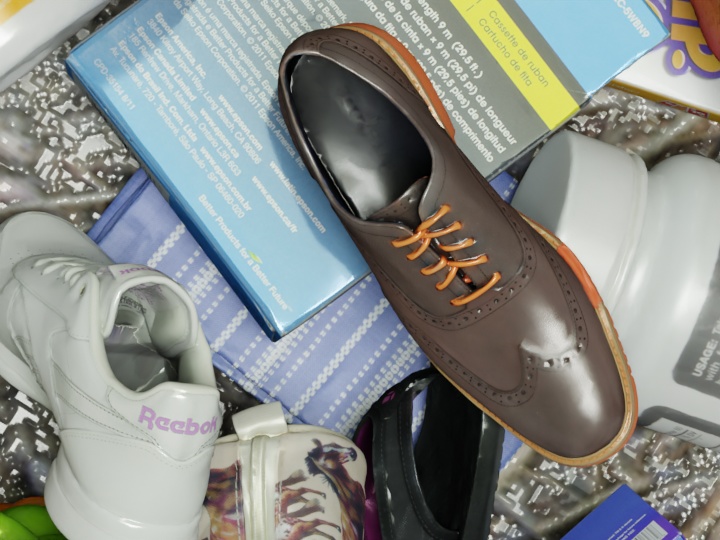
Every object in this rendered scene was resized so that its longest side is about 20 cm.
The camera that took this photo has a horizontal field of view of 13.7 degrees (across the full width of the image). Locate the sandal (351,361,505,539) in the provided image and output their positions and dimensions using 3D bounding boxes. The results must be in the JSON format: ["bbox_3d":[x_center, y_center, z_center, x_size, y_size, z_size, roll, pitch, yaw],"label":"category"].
[{"bbox_3d":[0.019,0.103,1.214,0.048,0.075,0.200,7,106,-21],"label":"sandal"}]

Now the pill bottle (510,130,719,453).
[{"bbox_3d":[0.159,0.019,1.227,0.200,0.113,0.113,20,87,-12],"label":"pill bottle"}]

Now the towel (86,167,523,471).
[{"bbox_3d":[0.000,0.000,1.266,0.200,0.024,0.145,39,84,-7],"label":"towel"}]

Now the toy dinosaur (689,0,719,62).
[{"bbox_3d":[0.179,-0.071,1.206,0.200,0.105,0.182,-1,63,24],"label":"toy dinosaur"}]

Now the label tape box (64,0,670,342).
[{"bbox_3d":[0.002,-0.086,1.218,0.200,0.063,0.144,-37,88,-5],"label":"label tape box"}]

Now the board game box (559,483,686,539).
[{"bbox_3d":[0.074,0.202,1.225,0.200,0.045,0.134,-41,127,-5],"label":"board game box"}]

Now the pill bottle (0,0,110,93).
[{"bbox_3d":[-0.198,-0.158,1.193,0.116,0.116,0.200,-38,94,-5],"label":"pill bottle"}]

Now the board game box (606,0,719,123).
[{"bbox_3d":[0.109,-0.128,1.275,0.200,0.030,0.096,18,88,-8],"label":"board game box"}]

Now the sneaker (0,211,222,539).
[{"bbox_3d":[-0.093,0.025,1.158,0.075,0.200,0.100,4,122,-28],"label":"sneaker"}]

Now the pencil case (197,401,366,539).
[{"bbox_3d":[-0.033,0.156,1.149,0.078,0.089,0.200,-1,62,-4],"label":"pencil case"}]

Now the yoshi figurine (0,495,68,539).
[{"bbox_3d":[-0.143,0.142,1.156,0.112,0.200,0.112,27,87,-6],"label":"yoshi figurine"}]

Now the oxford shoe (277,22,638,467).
[{"bbox_3d":[0.030,-0.006,1.137,0.071,0.073,0.200,-40,85,14],"label":"oxford shoe"}]
